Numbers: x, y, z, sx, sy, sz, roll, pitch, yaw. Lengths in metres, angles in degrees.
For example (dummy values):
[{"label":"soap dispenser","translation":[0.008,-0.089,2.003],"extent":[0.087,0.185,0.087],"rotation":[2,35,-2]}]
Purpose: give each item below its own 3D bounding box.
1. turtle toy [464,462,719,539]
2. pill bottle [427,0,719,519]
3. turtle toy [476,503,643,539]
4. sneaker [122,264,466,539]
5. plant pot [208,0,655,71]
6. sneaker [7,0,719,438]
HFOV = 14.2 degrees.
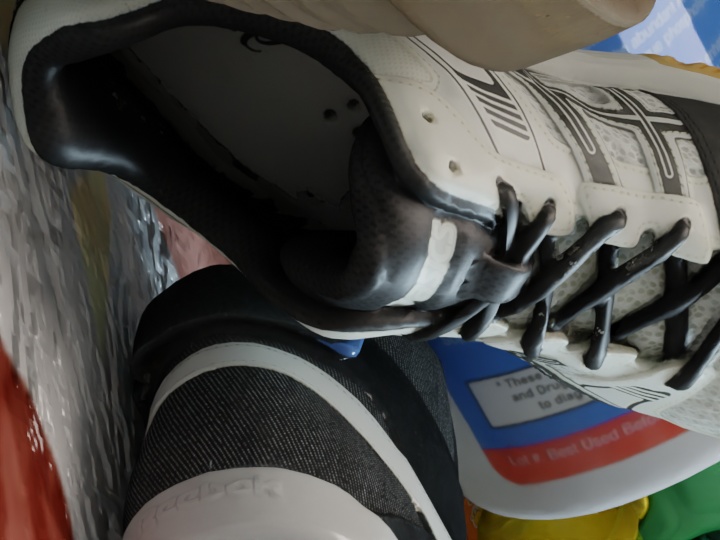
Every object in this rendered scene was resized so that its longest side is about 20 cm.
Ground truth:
[{"label":"turtle toy","translation":[0.087,0.117,0.882],"extent":[0.101,0.145,0.200],"rotation":[-42,145,-42]},{"label":"pill bottle","translation":[0.023,-0.055,0.629],"extent":[0.200,0.112,0.112],"rotation":[59,15,-20]},{"label":"turtle toy","translation":[0.057,0.152,0.722],"extent":[0.146,0.101,0.200],"rotation":[44,28,-16]},{"label":"sneaker","translation":[0.008,0.080,0.602],"extent":[0.112,0.073,0.200],"rotation":[-89,164,-48]},{"label":"plant pot","translation":[-0.030,-0.118,0.474],"extent":[0.201,0.092,0.201],"rotation":[-90,154,-49]},{"label":"sneaker","translation":[0.023,-0.007,0.540],"extent":[0.088,0.200,0.076],"rotation":[-68,-177,-60]}]
